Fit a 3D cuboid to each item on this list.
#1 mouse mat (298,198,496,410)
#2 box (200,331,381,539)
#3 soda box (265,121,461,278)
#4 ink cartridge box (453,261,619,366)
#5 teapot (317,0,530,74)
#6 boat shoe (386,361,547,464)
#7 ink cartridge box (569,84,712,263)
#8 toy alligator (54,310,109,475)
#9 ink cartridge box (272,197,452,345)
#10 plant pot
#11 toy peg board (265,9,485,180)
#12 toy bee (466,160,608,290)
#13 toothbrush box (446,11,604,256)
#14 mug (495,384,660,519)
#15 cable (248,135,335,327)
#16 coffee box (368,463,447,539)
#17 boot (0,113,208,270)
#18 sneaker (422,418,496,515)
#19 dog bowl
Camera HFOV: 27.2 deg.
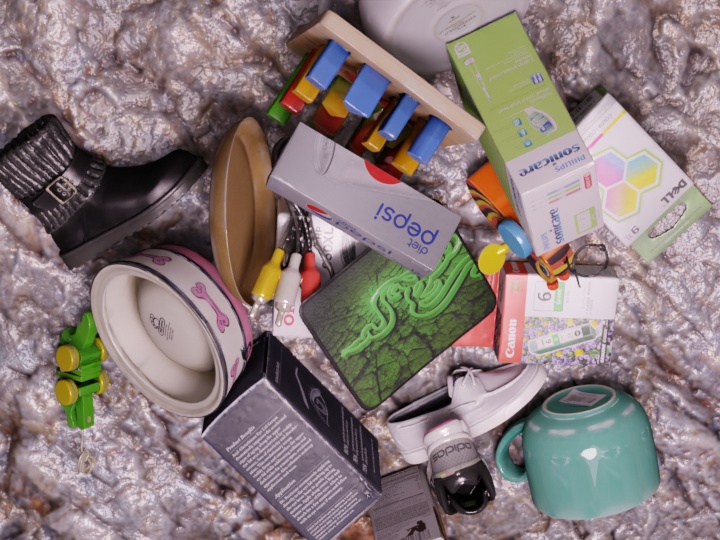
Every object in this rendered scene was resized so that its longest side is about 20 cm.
[{"bbox_3d":[0.044,0.039,1.622,0.199,0.008,0.162,-39,117,-10],"label":"mouse mat"},{"bbox_3d":[-0.077,0.192,1.704,0.104,0.148,0.200,-41,103,11],"label":"box"},{"bbox_3d":[0.002,-0.073,1.557,0.198,0.063,0.069,31,79,-3],"label":"soda box"},{"bbox_3d":[0.193,0.049,1.717,0.197,0.050,0.111,2,108,-3],"label":"ink cartridge box"},{"bbox_3d":[0.073,-0.311,1.552,0.197,0.147,0.198,-11,150,-23],"label":"teapot"},{"bbox_3d":[0.121,0.151,1.743,0.198,0.072,0.069,-29,109,17],"label":"boat shoe"},{"bbox_3d":[0.301,-0.100,1.668,0.104,0.059,0.200,-43,104,11],"label":"ink cartridge box"},{"bbox_3d":[-0.331,0.138,1.729,0.054,0.059,0.203,20,113,36],"label":"toy alligator"},{"bbox_3d":[0.000,0.000,1.676,0.197,0.084,0.147,3,106,-2],"label":"ink cartridge box"},{"bbox_3d":[-0.128,-0.063,1.597,0.027,0.200,0.203,-1,108,11],"label":"plant pot"},{"bbox_3d":[0.001,-0.162,1.555,0.199,0.199,0.098,34,85,-12],"label":"toy peg board"},{"bbox_3d":[0.191,-0.026,1.647,0.129,0.202,0.109,-21,143,1],"label":"toy bee"},{"bbox_3d":[0.173,-0.141,1.553,0.085,0.202,0.146,-23,152,2],"label":"toothbrush box"},{"bbox_3d":[0.247,0.204,1.716,0.182,0.152,0.116,-12,105,2],"label":"mug"},{"bbox_3d":[-0.061,-0.040,1.592,0.096,0.050,0.203,8,93,-14],"label":"cable"},{"bbox_3d":[0.063,0.323,1.722,0.079,0.200,0.114,-19,107,1],"label":"coffee box"},{"bbox_3d":[-0.289,-0.113,1.634,0.209,0.080,0.159,-31,106,8],"label":"boot"},{"bbox_3d":[0.118,0.251,1.718,0.073,0.088,0.201,-17,147,1],"label":"sneaker"},{"bbox_3d":[-0.204,0.061,1.650,0.198,0.074,0.202,25,136,27],"label":"dog bowl"}]
